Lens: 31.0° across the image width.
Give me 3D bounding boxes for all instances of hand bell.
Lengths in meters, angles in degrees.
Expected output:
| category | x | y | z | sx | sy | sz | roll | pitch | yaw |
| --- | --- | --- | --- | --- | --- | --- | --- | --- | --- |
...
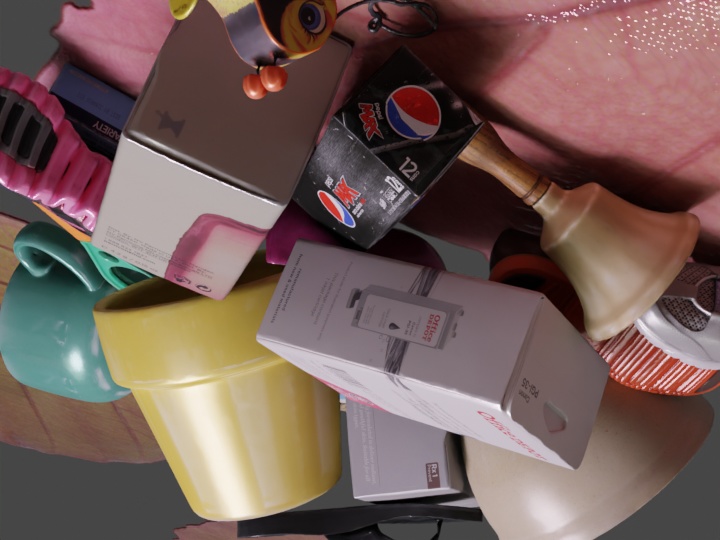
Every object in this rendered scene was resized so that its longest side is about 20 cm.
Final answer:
| category | x | y | z | sx | sy | sz | roll | pitch | yaw |
| --- | --- | --- | --- | --- | --- | --- | --- | --- | --- |
| hand bell | 0.108 | -0.057 | 0.833 | 0.200 | 0.104 | 0.104 | 39 | 154 | -7 |

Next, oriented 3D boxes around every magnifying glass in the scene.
| category | x | y | z | sx | sy | sz | roll | pitch | yaw |
| --- | --- | --- | --- | --- | --- | --- | --- | --- | --- |
| magnifying glass | -0.222 | -0.020 | 1.128 | 0.079 | 0.022 | 0.200 | 6 | 151 | 36 |

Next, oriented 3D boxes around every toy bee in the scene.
| category | x | y | z | sx | sy | sz | roll | pitch | yaw |
| --- | --- | --- | --- | --- | --- | --- | --- | --- | --- |
| toy bee | -0.049 | -0.155 | 0.694 | 0.200 | 0.109 | 0.131 | 25 | 155 | -9 |

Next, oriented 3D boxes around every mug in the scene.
| category | x | y | z | sx | sy | sz | roll | pitch | yaw |
| --- | --- | --- | --- | --- | --- | --- | --- | --- | --- |
| mug | -0.261 | 0.047 | 1.241 | 0.114 | 0.152 | 0.185 | 11 | 173 | 22 |

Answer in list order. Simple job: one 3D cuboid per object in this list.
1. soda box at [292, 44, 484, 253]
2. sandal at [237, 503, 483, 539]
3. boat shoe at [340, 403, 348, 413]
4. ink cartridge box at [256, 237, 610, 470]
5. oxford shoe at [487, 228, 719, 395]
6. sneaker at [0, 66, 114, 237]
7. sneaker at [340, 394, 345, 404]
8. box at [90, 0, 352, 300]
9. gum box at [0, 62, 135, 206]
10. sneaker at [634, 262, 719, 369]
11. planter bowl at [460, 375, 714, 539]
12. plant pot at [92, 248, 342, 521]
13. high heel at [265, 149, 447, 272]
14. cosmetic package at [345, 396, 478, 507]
| category | x | y | z | sx | sy | sz | roll | pitch | yaw |
| --- | --- | --- | --- | --- | --- | --- | --- | --- | --- |
| soda box | 0.011 | -0.068 | 0.823 | 0.071 | 0.063 | 0.200 | 44 | 165 | 0 |
| sandal | 0.000 | 0.217 | 1.058 | 0.200 | 0.048 | 0.075 | -4 | 168 | 0 |
| boat shoe | -0.032 | 0.115 | 1.316 | 0.200 | 0.063 | 0.073 | 25 | 156 | -9 |
| ink cartridge box | 0.053 | 0.058 | 0.896 | 0.200 | 0.083 | 0.147 | 13 | 164 | 34 |
| oxford shoe | 0.184 | 0.026 | 0.944 | 0.200 | 0.073 | 0.071 | 28 | 125 | -16 |
| sneaker | -0.232 | -0.076 | 0.967 | 0.200 | 0.079 | 0.095 | 39 | 161 | -29 |
| sneaker | 0.008 | 0.056 | 1.164 | 0.090 | 0.078 | 0.200 | 41 | 143 | -18 |
| box | -0.099 | -0.080 | 0.870 | 0.109 | 0.128 | 0.200 | 25 | 157 | -9 |
| gum box | -0.196 | -0.075 | 1.068 | 0.170 | 0.045 | 0.200 | 29 | 155 | -15 |
| sneaker | 0.278 | 0.025 | 0.865 | 0.200 | 0.075 | 0.082 | 11 | 151 | -6 |
| planter bowl | 0.157 | 0.114 | 1.030 | 0.135 | 0.200 | 0.200 | 52 | 152 | -3 |
| plant pot | -0.098 | 0.093 | 1.066 | 0.201 | 0.201 | 0.189 | -3 | 104 | 44 |
| high heel | 0.000 | 0.000 | 0.999 | 0.067 | 0.096 | 0.200 | 3 | 151 | 35 |
| cosmetic package | 0.053 | 0.148 | 1.108 | 0.090 | 0.107 | 0.200 | -10 | 162 | 16 |
